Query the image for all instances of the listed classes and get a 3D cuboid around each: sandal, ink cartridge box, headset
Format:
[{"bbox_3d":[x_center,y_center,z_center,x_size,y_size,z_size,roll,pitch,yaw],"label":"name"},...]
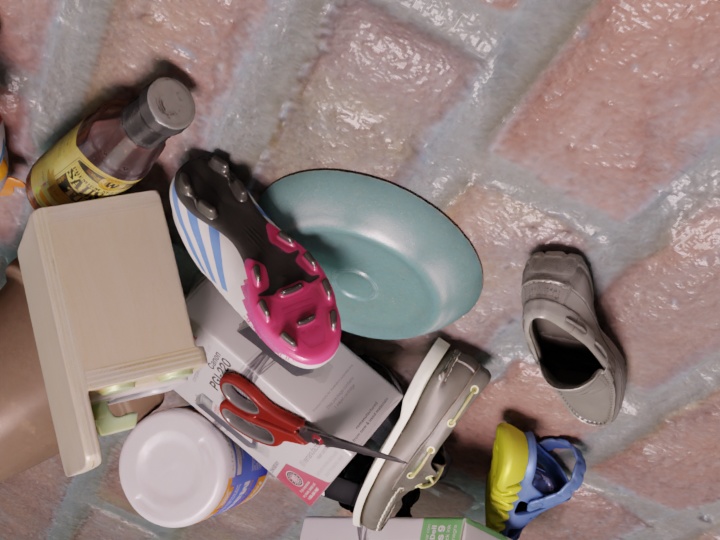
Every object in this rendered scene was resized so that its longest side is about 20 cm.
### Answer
[{"bbox_3d":[0.018,0.127,1.082,0.076,0.043,0.200,-4,136,46],"label":"sandal"},{"bbox_3d":[-0.080,0.100,1.018,0.200,0.085,0.146,41,146,6],"label":"ink cartridge box"},{"bbox_3d":[0.052,0.296,1.098,0.199,0.085,0.146,-9,150,38],"label":"ink cartridge box"},{"bbox_3d":[0.165,0.216,1.095,0.086,0.080,0.201,2,150,0],"label":"sandal"},{"bbox_3d":[-0.013,0.221,1.160,0.199,0.095,0.123,19,-174,-40],"label":"headset"}]

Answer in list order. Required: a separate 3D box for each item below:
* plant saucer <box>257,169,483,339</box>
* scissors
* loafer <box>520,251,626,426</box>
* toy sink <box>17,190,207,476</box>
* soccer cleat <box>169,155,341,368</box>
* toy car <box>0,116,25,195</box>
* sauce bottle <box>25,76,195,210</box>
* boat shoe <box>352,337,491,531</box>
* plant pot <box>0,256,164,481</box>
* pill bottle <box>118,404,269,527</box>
[{"bbox_3d":[0.000,0.000,0.921,0.198,0.036,0.201,16,146,11],"label":"plant saucer"},{"bbox_3d":[-0.042,0.140,0.941,0.199,0.014,0.074,21,137,26],"label":"scissors"},{"bbox_3d":[0.164,0.069,0.889,0.069,0.070,0.201,0,141,30],"label":"loafer"},{"bbox_3d":[-0.200,0.053,0.922,0.111,0.202,0.130,-11,171,-23],"label":"toy sink"},{"bbox_3d":[-0.082,0.000,0.885,0.201,0.069,0.087,54,154,18],"label":"soccer cleat"},{"bbox_3d":[-0.332,-0.092,0.908,0.175,0.186,0.200,7,173,20],"label":"toy car"},{"bbox_3d":[-0.196,-0.093,0.878,0.066,0.066,0.199,37,145,-22],"label":"sauce bottle"},{"bbox_3d":[0.051,0.159,1.010,0.060,0.072,0.203,27,112,8],"label":"boat shoe"},{"bbox_3d":[-0.312,0.101,1.061,0.200,0.174,0.201,41,155,24],"label":"plant pot"},{"bbox_3d":[-0.153,0.190,1.146,0.111,0.113,0.200,12,180,15],"label":"pill bottle"}]
